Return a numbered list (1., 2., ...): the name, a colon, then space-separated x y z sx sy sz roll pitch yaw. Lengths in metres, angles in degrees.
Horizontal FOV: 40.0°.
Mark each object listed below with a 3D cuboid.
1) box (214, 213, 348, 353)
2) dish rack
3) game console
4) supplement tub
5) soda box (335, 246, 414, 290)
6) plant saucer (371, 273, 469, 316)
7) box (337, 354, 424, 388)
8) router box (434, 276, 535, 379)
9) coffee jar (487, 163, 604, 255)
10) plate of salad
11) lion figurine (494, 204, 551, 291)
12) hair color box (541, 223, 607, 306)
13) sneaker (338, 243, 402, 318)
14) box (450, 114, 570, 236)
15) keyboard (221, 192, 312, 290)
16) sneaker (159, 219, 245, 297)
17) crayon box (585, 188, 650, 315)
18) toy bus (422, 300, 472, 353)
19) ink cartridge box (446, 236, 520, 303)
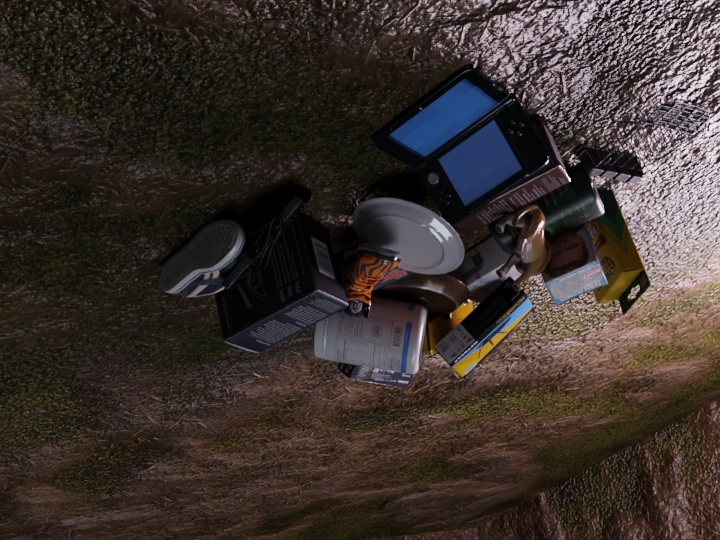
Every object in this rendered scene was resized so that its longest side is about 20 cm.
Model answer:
1. box: -0.139 0.024 1.641 0.198 0.150 0.104 -27 152 23
2. dish rack: 0.472 -0.221 1.642 0.151 0.055 0.200 3 146 -37
3. game console: 0.148 -0.178 1.466 0.199 0.173 0.118 -33 176 31
4. supplement tub: 0.020 0.115 1.854 0.196 0.134 0.133 9 155 8
5. soda box: 0.000 0.000 1.773 0.197 0.064 0.071 -23 154 10
6. plant saucer: 0.107 0.045 1.870 0.196 0.035 0.201 9 161 3
7. box: 0.060 0.153 2.032 0.198 0.046 0.161 15 104 -48
8. router box: 0.245 0.114 1.928 0.200 0.051 0.149 -43 156 2
9. coffee jar: 0.320 -0.104 1.737 0.197 0.087 0.104 -25 153 15
10. plate of salad: 0.081 -0.062 1.636 0.196 0.049 0.201 18 149 11
11. lion figurine: 0.278 -0.050 1.636 0.122 0.072 0.202 -44 155 -24
12. hair color box: 0.365 -0.036 1.766 0.099 0.202 0.061 -25 122 15
13. sneaker: 0.012 0.022 1.634 0.076 0.114 0.200 14 171 -12
14. box: 0.223 -0.148 1.577 0.197 0.102 0.075 -26 153 18
15. keyboard: -0.142 -0.035 1.542 0.201 0.040 0.104 -49 175 18
16. sneaker: -0.235 -0.018 1.584 0.198 0.080 0.079 -28 150 38
17. crayon box: 0.459 -0.030 1.832 0.050 0.203 0.128 -8 153 -15
18. toy bus: 0.163 0.105 1.995 0.077 0.067 0.199 0 -165 29
19. ink cartridge box: 0.246 0.003 1.920 0.199 0.068 0.116 -34 149 31
